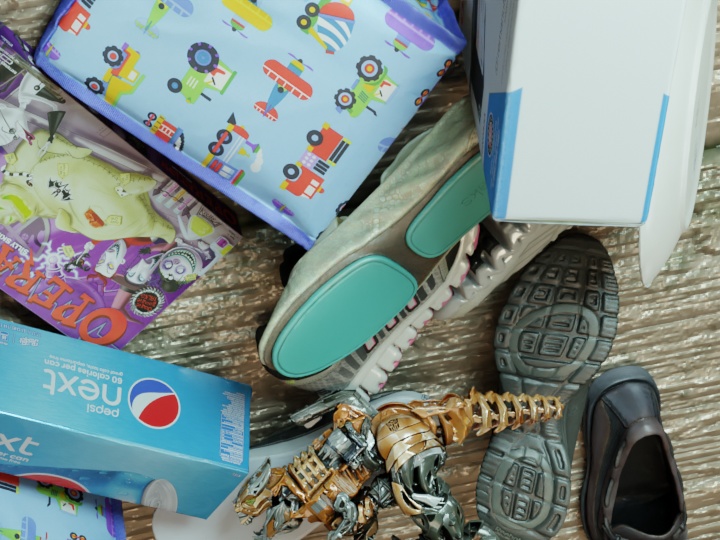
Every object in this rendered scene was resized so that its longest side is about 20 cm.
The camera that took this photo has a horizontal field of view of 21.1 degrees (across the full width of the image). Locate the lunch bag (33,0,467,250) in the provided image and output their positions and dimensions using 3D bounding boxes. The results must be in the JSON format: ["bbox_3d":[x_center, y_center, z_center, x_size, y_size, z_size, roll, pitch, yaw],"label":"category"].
[{"bbox_3d":[-0.068,-0.131,1.036,0.199,0.094,0.151,29,115,-22],"label":"lunch bag"}]

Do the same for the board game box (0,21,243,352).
[{"bbox_3d":[-0.175,-0.040,1.098,0.120,0.032,0.200,-39,127,17],"label":"board game box"}]

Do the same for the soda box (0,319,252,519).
[{"bbox_3d":[-0.167,0.087,1.146,0.198,0.065,0.068,17,141,-22],"label":"soda box"}]

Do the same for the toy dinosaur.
[{"bbox_3d":[0.027,0.128,1.170,0.198,0.102,0.137,-22,96,20],"label":"toy dinosaur"}]

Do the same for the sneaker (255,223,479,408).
[{"bbox_3d":[0.000,0.000,1.150,0.087,0.074,0.201,11,125,-31],"label":"sneaker"}]

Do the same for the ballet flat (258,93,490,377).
[{"bbox_3d":[0.016,-0.021,1.088,0.200,0.063,0.067,-41,135,9],"label":"ballet flat"}]

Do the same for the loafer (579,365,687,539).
[{"bbox_3d":[0.191,0.159,1.331,0.071,0.063,0.201,-17,128,-5],"label":"loafer"}]

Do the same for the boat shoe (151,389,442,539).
[{"bbox_3d":[-0.038,0.133,1.241,0.198,0.057,0.069,-22,96,0],"label":"boat shoe"}]

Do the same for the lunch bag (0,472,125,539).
[{"bbox_3d":[-0.214,0.199,1.135,0.150,0.201,0.094,24,115,-30],"label":"lunch bag"}]

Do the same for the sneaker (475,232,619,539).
[{"bbox_3d":[0.116,0.072,1.243,0.075,0.091,0.202,16,100,4],"label":"sneaker"}]

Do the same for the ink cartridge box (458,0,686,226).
[{"bbox_3d":[0.103,-0.139,1.000,0.083,0.201,0.146,1,126,-4],"label":"ink cartridge box"}]

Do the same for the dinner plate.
[{"bbox_3d":[0.179,-0.090,1.073,0.024,0.201,0.202,8,127,13],"label":"dinner plate"}]

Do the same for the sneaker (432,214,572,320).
[{"bbox_3d":[0.110,-0.043,1.161,0.081,0.075,0.200,23,116,-39],"label":"sneaker"}]
